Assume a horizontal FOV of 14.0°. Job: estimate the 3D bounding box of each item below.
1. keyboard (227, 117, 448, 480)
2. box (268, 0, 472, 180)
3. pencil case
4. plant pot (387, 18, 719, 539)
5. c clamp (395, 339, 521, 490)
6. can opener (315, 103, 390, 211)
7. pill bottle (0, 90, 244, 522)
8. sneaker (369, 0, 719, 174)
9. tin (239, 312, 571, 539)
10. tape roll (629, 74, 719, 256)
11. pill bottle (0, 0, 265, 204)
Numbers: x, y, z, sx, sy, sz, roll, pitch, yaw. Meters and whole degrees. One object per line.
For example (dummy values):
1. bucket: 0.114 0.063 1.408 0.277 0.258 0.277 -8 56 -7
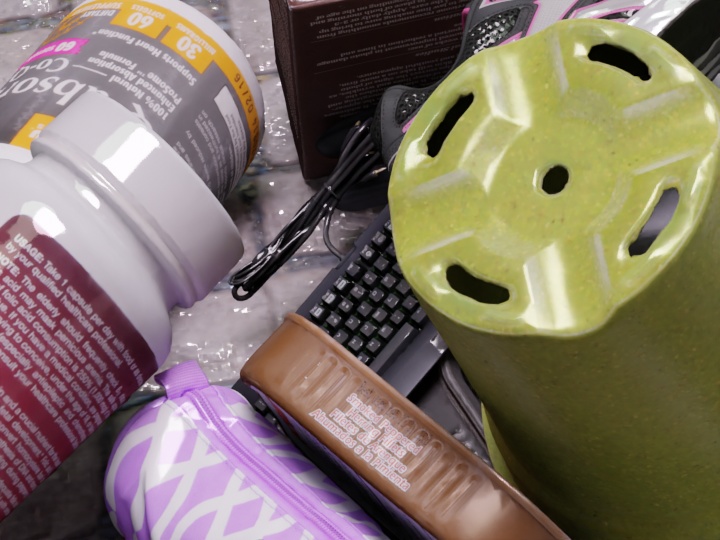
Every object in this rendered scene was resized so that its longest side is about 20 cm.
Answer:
1. keyboard: 0.000 0.000 1.300 0.200 0.021 0.127 -49 49 -5
2. box: 0.010 -0.120 1.375 0.100 0.200 0.075 -13 68 -4
3. pencil case: -0.024 0.121 1.171 0.084 0.086 0.200 -25 40 -28
4. plant pot: 0.104 0.003 1.132 0.200 0.184 0.201 -12 61 22
5. c clamp: 0.109 0.051 1.236 0.171 0.027 0.200 -43 53 2
6. can opener: 0.069 -0.071 1.348 0.200 0.079 0.063 -23 66 20
7. pill bottle: -0.150 0.028 1.199 0.200 0.114 0.114 -44 48 -13
8. sneaker: 0.087 -0.097 1.254 0.200 0.080 0.086 -37 65 -20
9. tin: 0.026 0.089 1.172 0.042 0.112 0.200 -43 51 -11
10. tape roll: 0.197 -0.023 1.337 0.200 0.066 0.200 -5 37 4
11. pill bottle: -0.134 -0.033 1.361 0.116 0.116 0.200 11 41 21
